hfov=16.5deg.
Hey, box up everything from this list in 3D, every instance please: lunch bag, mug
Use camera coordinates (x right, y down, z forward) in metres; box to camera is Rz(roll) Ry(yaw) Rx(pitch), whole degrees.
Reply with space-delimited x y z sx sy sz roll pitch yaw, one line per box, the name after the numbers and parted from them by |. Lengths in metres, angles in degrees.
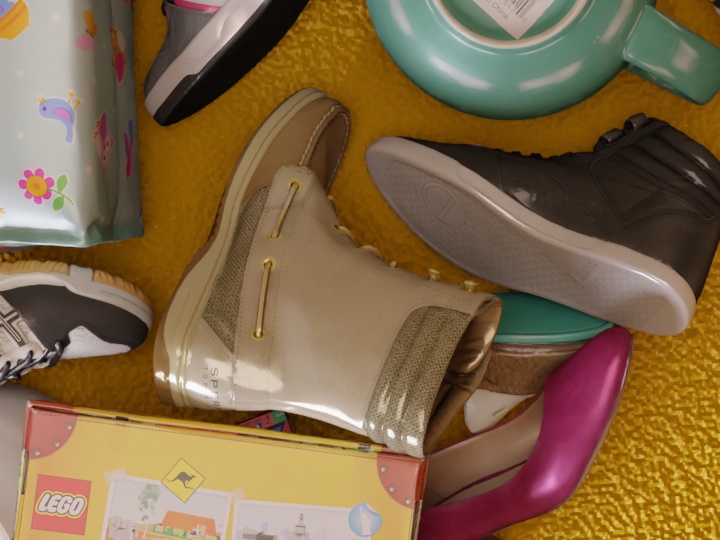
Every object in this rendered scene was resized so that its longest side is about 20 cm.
-0.220 -0.093 1.283 0.198 0.122 0.172 0 94 11 | lunch bag
0.092 -0.154 1.261 0.183 0.114 0.154 -5 92 5 | mug

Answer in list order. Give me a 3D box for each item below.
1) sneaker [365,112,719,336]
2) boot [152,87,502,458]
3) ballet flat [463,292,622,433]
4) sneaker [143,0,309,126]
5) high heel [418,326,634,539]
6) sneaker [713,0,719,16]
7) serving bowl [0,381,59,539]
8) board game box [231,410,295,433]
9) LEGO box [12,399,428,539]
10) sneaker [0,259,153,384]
0.104 -0.043 1.295 0.199 0.071 0.099 23 57 24 | sneaker
0.000 0.000 1.245 0.153 0.072 0.201 12 52 18 | boot
0.037 0.048 1.304 0.198 0.068 0.073 3 112 4 | ballet flat
-0.082 -0.177 1.272 0.121 0.083 0.200 47 124 11 | sneaker
0.061 0.089 1.271 0.095 0.068 0.201 28 128 -6 | high heel
0.230 -0.152 1.282 0.090 0.078 0.202 -9 77 -34 | sneaker
-0.213 0.155 1.298 0.198 0.066 0.202 0 86 5 | serving bowl
-0.115 0.155 1.335 0.199 0.019 0.104 -21 92 4 | board game box
-0.074 0.150 1.229 0.198 0.077 0.150 8 87 -3 | LEGO box
-0.204 0.045 1.282 0.198 0.076 0.088 0 67 -15 | sneaker
